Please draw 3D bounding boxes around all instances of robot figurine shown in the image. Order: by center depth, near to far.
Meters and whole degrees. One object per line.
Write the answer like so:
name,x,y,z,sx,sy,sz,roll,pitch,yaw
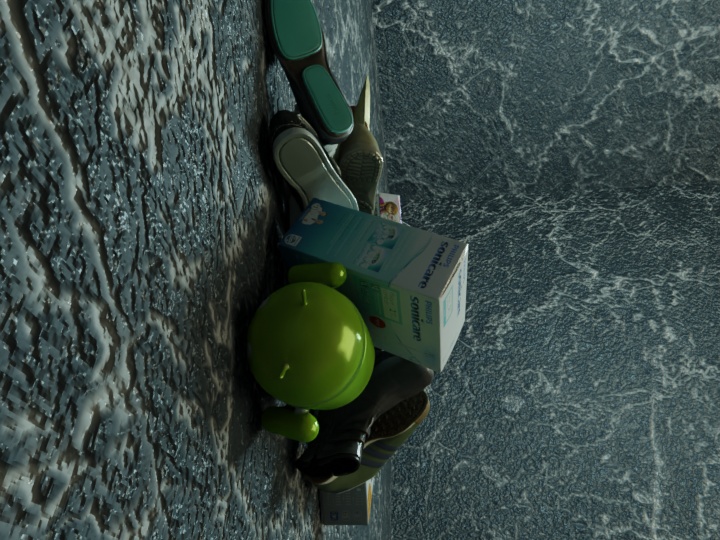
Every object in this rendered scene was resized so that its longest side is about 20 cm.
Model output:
robot figurine,-0.046,0.081,0.547,0.200,0.114,0.178,67,33,-72

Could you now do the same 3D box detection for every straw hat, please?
straw hat,-0.027,-0.256,0.995,0.201,0.084,0.205,2,90,-86

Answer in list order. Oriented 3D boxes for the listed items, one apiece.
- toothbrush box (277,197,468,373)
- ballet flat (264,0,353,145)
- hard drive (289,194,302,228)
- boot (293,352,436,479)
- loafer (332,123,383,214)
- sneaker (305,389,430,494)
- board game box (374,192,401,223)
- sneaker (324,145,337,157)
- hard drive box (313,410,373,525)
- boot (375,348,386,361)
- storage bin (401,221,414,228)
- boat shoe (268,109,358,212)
toothbrush box,0.019,0.017,0.625,0.086,0.198,0.147,-57,154,-32
ballet flat,-0.069,-0.243,0.643,0.073,0.072,0.203,-40,108,-82
hard drive,-0.068,-0.034,0.793,0.200,0.026,0.134,2,86,-84
boot,0.009,0.187,0.665,0.070,0.199,0.132,42,35,-14
loafer,-0.010,-0.122,0.735,0.200,0.074,0.069,119,-25,-60
sneaker,0.017,0.248,0.766,0.067,0.199,0.090,48,-14,41
board game box,0.000,0.000,0.856,0.199,0.041,0.204,-14,-104,60
sneaker,-0.053,-0.165,0.766,0.200,0.074,0.089,-43,137,-77
hard drive box,-0.023,0.282,0.881,0.156,0.075,0.203,-67,154,-77
boot,0.007,0.126,0.774,0.201,0.165,0.078,73,21,-67
storage bin,0.055,0.004,1.109,0.134,0.093,0.203,22,87,-40
boat shoe,-0.053,-0.108,0.656,0.201,0.075,0.061,70,-2,-51
